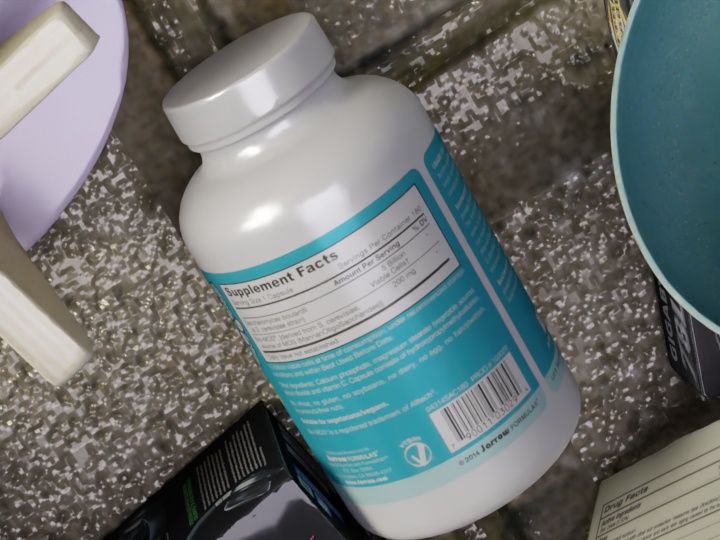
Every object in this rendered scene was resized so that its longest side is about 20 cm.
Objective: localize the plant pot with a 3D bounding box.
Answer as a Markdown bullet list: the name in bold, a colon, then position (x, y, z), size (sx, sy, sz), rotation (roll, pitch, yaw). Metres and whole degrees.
- **plant pot**: position (0.213, -0.058, 0.765), size (0.134, 0.200, 0.202), rotation (12, 105, -44)

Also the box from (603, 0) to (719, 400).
- **box**: position (0.214, -0.066, 0.872), size (0.197, 0.050, 0.202), rotation (-16, 109, -5)

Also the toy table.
- **toy table**: position (-0.172, -0.043, 0.773), size (0.183, 0.117, 0.201), rotation (33, 98, -17)

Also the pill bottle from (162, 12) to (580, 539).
- **pill bottle**: position (0.000, 0.000, 0.819), size (0.110, 0.111, 0.201), rotation (-30, 108, -1)

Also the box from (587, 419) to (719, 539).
- **box**: position (0.156, 0.175, 0.836), size (0.108, 0.128, 0.201), rotation (31, 54, -17)

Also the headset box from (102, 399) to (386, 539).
- **headset box**: position (-0.058, 0.193, 0.872), size (0.200, 0.093, 0.174), rotation (-39, 108, 3)
